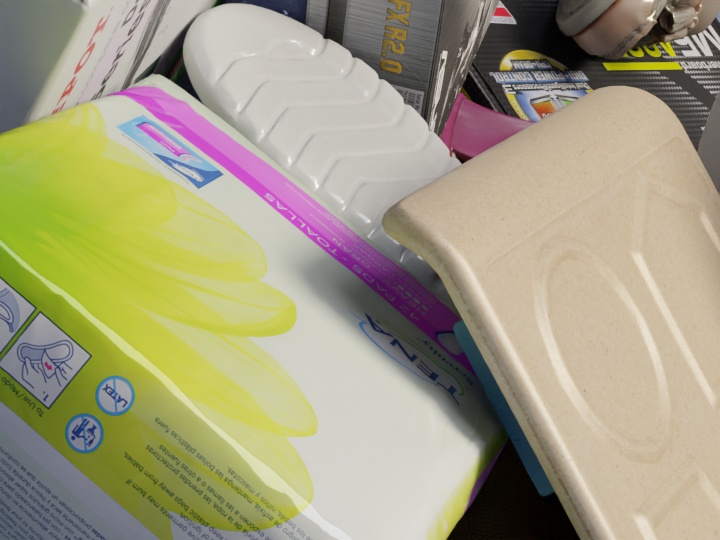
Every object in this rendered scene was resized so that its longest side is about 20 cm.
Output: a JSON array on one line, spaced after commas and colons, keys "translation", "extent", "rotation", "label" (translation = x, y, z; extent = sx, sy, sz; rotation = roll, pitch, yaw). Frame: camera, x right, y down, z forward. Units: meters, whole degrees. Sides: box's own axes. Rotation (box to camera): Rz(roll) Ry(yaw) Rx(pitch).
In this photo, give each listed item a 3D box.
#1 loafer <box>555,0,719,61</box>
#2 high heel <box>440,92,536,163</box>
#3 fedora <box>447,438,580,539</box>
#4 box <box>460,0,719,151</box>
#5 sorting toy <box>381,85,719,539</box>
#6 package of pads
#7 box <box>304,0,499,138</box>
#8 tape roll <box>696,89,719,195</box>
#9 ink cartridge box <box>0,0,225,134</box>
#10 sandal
[{"translation": [0.136, -0.131, 1.050], "extent": [0.063, 0.072, 0.200], "rotation": [46, 30, -9], "label": "loafer"}, {"translation": [0.000, 0.000, 0.874], "extent": [0.095, 0.068, 0.200], "rotation": [12, 47, 20], "label": "high heel"}, {"translation": [0.094, 0.132, 0.776], "extent": [0.200, 0.082, 0.201], "rotation": [25, 32, -17], "label": "fedora"}, {"translation": [0.084, -0.089, 1.048], "extent": [0.199, 0.044, 0.161], "rotation": [-5, 56, -48], "label": "box"}, {"translation": [0.093, 0.048, 0.730], "extent": [0.201, 0.036, 0.185], "rotation": [58, 29, 1], "label": "sorting toy"}, {"translation": [-0.041, 0.029, 0.657], "extent": [0.154, 0.068, 0.200], "rotation": [40, 18, 4], "label": "package of pads"}, {"translation": [0.028, -0.150, 0.856], "extent": [0.048, 0.201, 0.159], "rotation": [15, 38, 8], "label": "box"}, {"translation": [0.229, -0.010, 0.844], "extent": [0.202, 0.139, 0.204], "rotation": [-1, 92, -26], "label": "tape roll"}, {"translation": [-0.101, -0.086, 0.762], "extent": [0.084, 0.146, 0.200], "rotation": [34, 35, 1], "label": "ink cartridge box"}, {"translation": [0.011, -0.003, 0.784], "extent": [0.203, 0.050, 0.082], "rotation": [45, 30, 13], "label": "sandal"}]
